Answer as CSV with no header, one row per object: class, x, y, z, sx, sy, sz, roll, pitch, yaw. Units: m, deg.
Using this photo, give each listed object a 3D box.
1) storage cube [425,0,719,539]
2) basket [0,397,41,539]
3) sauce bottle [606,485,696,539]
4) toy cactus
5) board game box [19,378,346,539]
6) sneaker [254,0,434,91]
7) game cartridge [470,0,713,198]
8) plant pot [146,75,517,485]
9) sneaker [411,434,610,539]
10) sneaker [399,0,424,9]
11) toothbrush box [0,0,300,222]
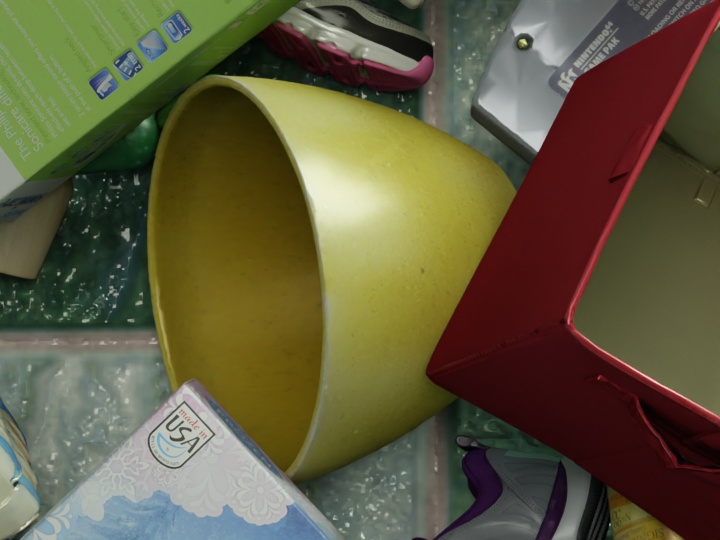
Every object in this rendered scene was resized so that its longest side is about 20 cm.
storage cube,0.160,0.007,1.335,0.171,0.180,0.201,31,73,-11
basket,-0.245,0.092,1.432,0.176,0.200,0.139,-43,112,-10
sauce bottle,0.159,0.178,1.429,0.066,0.066,0.201,-7,74,0
toy cactus,-0.162,-0.080,1.533,0.199,0.102,0.166,16,93,4
board game box,-0.082,0.190,1.374,0.199,0.043,0.200,-44,88,3
sneaker,-0.040,-0.165,1.551,0.199,0.074,0.088,29,82,15
game cartridge,0.154,-0.121,1.480,0.133,0.041,0.200,41,80,9
plant pot,0.000,0.000,1.454,0.141,0.200,0.201,-7,71,-26
sneaker,0.056,0.177,1.452,0.087,0.075,0.201,13,63,17
sneaker,0.004,-0.180,1.488,0.199,0.078,0.100,-4,86,-1
toothbrush box,-0.146,-0.137,1.439,0.200,0.086,0.146,-37,86,11
